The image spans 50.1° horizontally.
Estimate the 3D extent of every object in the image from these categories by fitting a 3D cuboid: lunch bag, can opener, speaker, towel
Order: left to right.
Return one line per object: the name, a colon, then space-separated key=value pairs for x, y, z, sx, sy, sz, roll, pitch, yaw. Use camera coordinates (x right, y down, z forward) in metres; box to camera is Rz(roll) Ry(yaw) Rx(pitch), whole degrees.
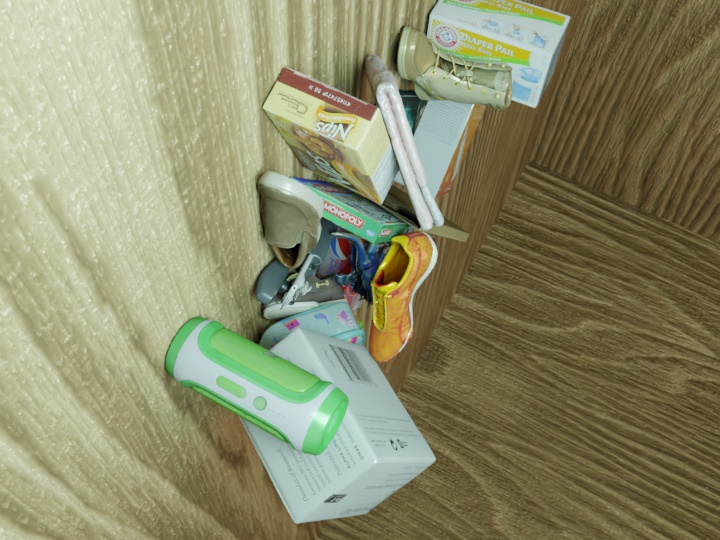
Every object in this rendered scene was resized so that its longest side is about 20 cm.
speaker: x=-0.116 y=0.128 z=0.867 sx=0.088 sy=0.200 sz=0.088 roll=-58 pitch=165 yaw=-25
lunch bag: x=-0.087 y=0.141 z=1.146 sx=0.160 sy=0.077 sz=0.200 roll=-18 pitch=149 yaw=-30
can opener: x=-0.078 y=-0.023 z=1.057 sx=0.053 sy=0.066 sz=0.200 roll=-54 pitch=-175 yaw=42
towel: x=0.051 y=-0.166 z=0.970 sx=0.200 sy=0.032 sz=0.191 roll=-101 pitch=170 yaw=-66

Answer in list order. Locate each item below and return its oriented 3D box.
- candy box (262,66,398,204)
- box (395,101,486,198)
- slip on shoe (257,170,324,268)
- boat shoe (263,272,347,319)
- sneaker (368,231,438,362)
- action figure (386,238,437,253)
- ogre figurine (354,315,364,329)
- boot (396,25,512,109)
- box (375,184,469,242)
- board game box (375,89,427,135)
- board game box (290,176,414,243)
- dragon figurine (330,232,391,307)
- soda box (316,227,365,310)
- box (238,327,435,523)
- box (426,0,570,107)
candy box: x=-0.027 y=-0.147 z=0.882 sx=0.055 sy=0.115 sz=0.200 roll=-62 pitch=167 yaw=-5
box: x=0.147 y=-0.247 z=1.421 sx=0.200 sy=0.097 sz=0.124 roll=-68 pitch=167 yaw=18
slip on shoe: x=-0.088 y=-0.056 z=0.924 sx=0.200 sy=0.076 sz=0.061 roll=96 pitch=17 yaw=-76
boat shoe: x=-0.084 y=0.034 z=1.138 sx=0.200 sy=0.072 sz=0.060 roll=-1 pitch=76 yaw=-62
sneaker: x=0.039 y=0.036 z=1.049 sx=0.077 sy=0.073 sz=0.200 roll=-6 pitch=119 yaw=-40
action figure: x=0.042 y=-0.070 z=1.349 sx=0.119 sy=0.102 sz=0.200 roll=-40 pitch=131 yaw=15
ogre figurine: x=-0.036 y=0.130 z=1.327 sx=0.120 sy=0.098 sz=0.200 roll=68 pitch=15 yaw=-51
boot: x=0.144 y=-0.296 z=1.145 sx=0.200 sy=0.155 sz=0.073 roll=32 pitch=73 yaw=-69
box: x=0.064 y=-0.097 z=1.133 sx=0.021 sy=0.163 sz=0.200 roll=-59 pitch=157 yaw=10
board game box: x=0.051 y=-0.224 z=1.242 sx=0.135 sy=0.028 sz=0.200 roll=-67 pitch=167 yaw=19
board game box: x=-0.009 y=-0.081 z=1.041 sx=0.029 sy=0.135 sz=0.200 roll=-63 pitch=168 yaw=11
dragon figurine: x=0.000 y=0.000 z=1.143 sx=0.200 sy=0.059 sz=0.100 roll=22 pitch=88 yaw=-74
soda box: x=-0.017 y=-0.023 z=1.252 sx=0.070 sy=0.063 sz=0.200 roll=-23 pitch=141 yaw=-46
box: x=-0.035 y=0.199 z=0.992 sx=0.131 sy=0.200 sz=0.199 roll=-40 pitch=154 yaw=13
box: x=0.210 y=-0.359 z=1.218 sx=0.113 sy=0.200 sz=0.101 roll=94 pitch=22 yaw=-56
